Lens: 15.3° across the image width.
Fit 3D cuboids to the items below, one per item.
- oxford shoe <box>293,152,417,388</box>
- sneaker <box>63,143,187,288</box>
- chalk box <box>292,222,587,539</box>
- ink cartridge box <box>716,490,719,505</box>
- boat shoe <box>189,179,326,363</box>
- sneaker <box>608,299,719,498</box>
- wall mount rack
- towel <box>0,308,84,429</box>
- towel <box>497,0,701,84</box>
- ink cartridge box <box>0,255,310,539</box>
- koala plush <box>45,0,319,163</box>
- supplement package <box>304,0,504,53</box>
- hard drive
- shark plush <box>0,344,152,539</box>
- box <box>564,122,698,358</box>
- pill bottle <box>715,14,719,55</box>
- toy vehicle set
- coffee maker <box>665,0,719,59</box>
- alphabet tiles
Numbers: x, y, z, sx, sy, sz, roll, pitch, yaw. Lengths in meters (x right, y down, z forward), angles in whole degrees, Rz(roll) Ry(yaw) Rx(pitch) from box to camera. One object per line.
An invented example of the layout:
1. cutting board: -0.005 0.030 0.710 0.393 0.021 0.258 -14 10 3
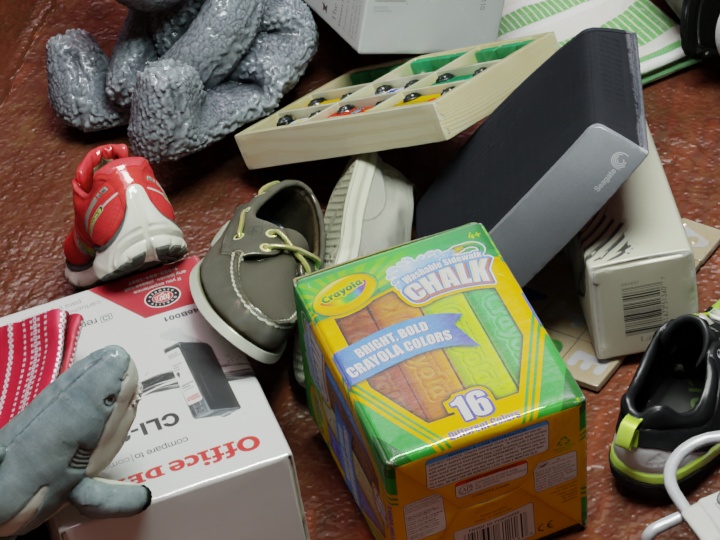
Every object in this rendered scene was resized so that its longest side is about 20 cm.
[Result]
1. oxford shoe: 0.000 0.000 1.723 0.058 0.075 0.200 26 44 -10
2. sneaker: -0.154 -0.039 1.721 0.077 0.085 0.200 -17 0 -16
3. chalk box: 0.038 0.062 1.576 0.124 0.124 0.200 -19 49 -12
4. ink cartridge box: 0.322 0.159 1.420 0.199 0.041 0.200 -3 36 -39
5. boat shoe: -0.057 -0.004 1.651 0.060 0.072 0.202 -47 12 15
6. sneaker: 0.215 0.054 1.602 0.072 0.083 0.200 19 48 28
7. wall mount rack: 0.258 0.163 1.481 0.174 0.075 0.200 -22 42 -10
8. towel: -0.260 0.098 1.605 0.200 0.022 0.145 -11 54 35
9. towel: 0.133 -0.180 1.935 0.152 0.023 0.200 -24 43 -16
10. ink cartridge box: -0.130 0.099 1.613 0.144 0.084 0.200 -18 42 -10
11. koala plush: -0.130 -0.207 1.857 0.184 0.200 0.177 -27 26 -25
12. supplement package: 0.015 -0.241 1.906 0.109 0.114 0.200 -2 27 -26
13. hard drive: 0.101 -0.055 1.670 0.042 0.200 0.135 28 37 -22
14. shark plush: -0.212 0.106 1.486 0.200 0.083 0.091 -20 60 -4
15. box: 0.161 -0.040 1.714 0.068 0.082 0.200 -11 39 -1
16. pill bottle: 0.320 -0.118 1.761 0.112 0.112 0.200 -23 41 -16
17. toy vehicle set: 0.025 -0.113 1.793 0.200 0.027 0.124 -6 20 48
18. coffee maker: 0.267 -0.239 1.917 0.192 0.135 0.200 19 25 -36
19. alphabet tiles: 0.115 0.010 1.730 0.167 0.008 0.200 20 48 29
